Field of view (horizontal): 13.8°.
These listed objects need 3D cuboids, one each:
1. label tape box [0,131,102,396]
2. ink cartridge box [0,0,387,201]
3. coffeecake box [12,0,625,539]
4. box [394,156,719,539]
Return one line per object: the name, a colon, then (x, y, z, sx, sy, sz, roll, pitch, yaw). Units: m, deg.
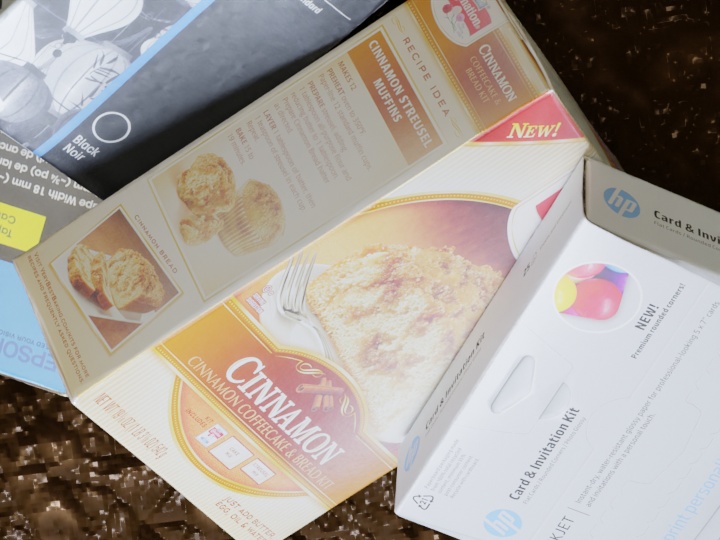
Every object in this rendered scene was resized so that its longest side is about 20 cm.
label tape box: (-0.145, -0.070, 1.153, 0.144, 0.063, 0.201, 18, 96, 4)
ink cartridge box: (-0.050, -0.109, 1.042, 0.099, 0.039, 0.200, 35, 118, -30)
coffeecake box: (0.000, 0.000, 1.093, 0.200, 0.154, 0.073, -33, 54, 7)
box: (0.133, 0.061, 1.082, 0.199, 0.041, 0.156, 21, 127, -13)
